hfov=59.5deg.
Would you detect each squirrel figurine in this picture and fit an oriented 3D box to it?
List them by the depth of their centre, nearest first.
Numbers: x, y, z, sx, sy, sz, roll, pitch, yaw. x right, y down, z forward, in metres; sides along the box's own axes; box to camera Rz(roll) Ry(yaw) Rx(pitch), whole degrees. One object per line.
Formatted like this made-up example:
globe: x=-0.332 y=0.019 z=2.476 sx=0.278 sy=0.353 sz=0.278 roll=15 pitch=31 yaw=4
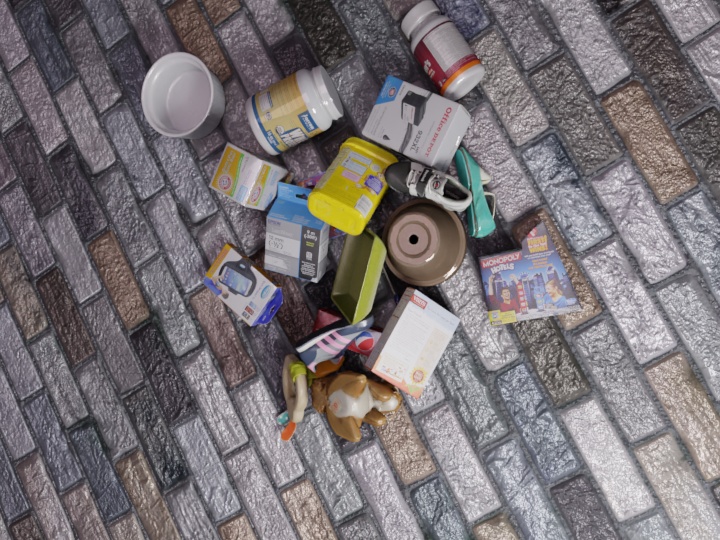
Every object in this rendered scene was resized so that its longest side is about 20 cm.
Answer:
squirrel figurine: x=-0.006 y=0.285 z=1.423 sx=0.197 sy=0.185 sz=0.145 roll=0 pitch=91 yaw=40

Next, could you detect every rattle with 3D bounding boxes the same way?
rattle: x=-0.124 y=0.300 z=1.517 sx=0.129 sy=0.141 sz=0.205 roll=16 pitch=112 yaw=45

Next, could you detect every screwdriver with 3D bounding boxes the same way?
screwdriver: x=0.077 y=0.041 z=1.466 sx=0.029 sy=0.028 sz=0.204 roll=-17 pitch=84 yaw=-17

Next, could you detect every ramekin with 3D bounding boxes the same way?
ramekin: x=-0.433 y=-0.425 z=1.564 sx=0.195 sy=0.098 sz=0.206 roll=0 pitch=91 yaw=15

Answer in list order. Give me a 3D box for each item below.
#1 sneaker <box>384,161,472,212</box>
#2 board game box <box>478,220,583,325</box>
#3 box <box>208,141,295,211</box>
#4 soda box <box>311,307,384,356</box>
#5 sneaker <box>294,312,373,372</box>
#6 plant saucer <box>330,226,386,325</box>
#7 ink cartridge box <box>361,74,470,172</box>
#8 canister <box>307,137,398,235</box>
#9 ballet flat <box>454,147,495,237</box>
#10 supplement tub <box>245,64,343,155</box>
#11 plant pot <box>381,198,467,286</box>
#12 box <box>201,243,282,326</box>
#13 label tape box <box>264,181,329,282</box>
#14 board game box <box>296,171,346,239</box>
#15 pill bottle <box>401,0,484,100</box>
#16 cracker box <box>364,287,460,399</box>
sneaker: x=0.147 y=-0.186 z=1.329 sx=0.196 sy=0.089 sz=0.076 roll=17 pitch=87 yaw=-2
board game box: x=0.364 y=0.003 z=1.371 sx=0.195 sy=0.062 sz=0.205 roll=-10 pitch=86 yaw=15
box: x=-0.248 y=-0.211 z=1.461 sx=0.100 sy=0.200 sz=0.114 roll=27 pitch=96 yaw=13
soda box: x=-0.010 y=0.150 z=1.465 sx=0.196 sy=0.070 sz=0.065 roll=19 pitch=96 yaw=14
sneaker: x=-0.047 y=0.160 z=1.413 sx=0.197 sy=0.070 sz=0.083 roll=-25 pitch=102 yaw=17
plant saucer: x=0.000 y=0.000 z=1.414 sx=0.047 sy=0.200 sz=0.205 roll=10 pitch=102 yaw=-19
ink cartridge box: x=0.123 y=-0.324 z=1.403 sx=0.198 sy=0.083 sz=0.147 roll=30 pitch=97 yaw=26
canister: x=-0.015 y=-0.188 z=1.398 sx=0.146 sy=0.087 sz=0.202 roll=26 pitch=53 yaw=7
ballet flat: x=0.262 y=-0.177 z=1.405 sx=0.069 sy=0.067 sz=0.205 roll=-10 pitch=87 yaw=-10
supplement tub: x=-0.152 y=-0.374 z=1.466 sx=0.196 sy=0.144 sz=0.148 roll=-23 pitch=84 yaw=14
plant pot: x=0.128 y=-0.066 z=1.377 sx=0.195 sy=0.174 sz=0.206 roll=0 pitch=89 yaw=15
box: x=-0.286 y=0.042 z=1.555 sx=0.199 sy=0.041 sz=0.120 roll=39 pitch=99 yaw=14
label tape box: x=-0.147 y=-0.088 z=1.468 sx=0.140 sy=0.066 sz=0.204 roll=14 pitch=119 yaw=14
board game box: x=-0.073 y=-0.160 z=1.497 sx=0.196 sy=0.039 sz=0.162 roll=-17 pitch=85 yaw=15
pill bottle: x=0.179 y=-0.487 z=1.396 sx=0.109 sy=0.109 sz=0.202 roll=-35 pitch=81 yaw=12
cracker box: x=0.115 y=0.159 z=1.391 sx=0.133 sy=0.058 sz=0.203 roll=32 pitch=85 yaw=-17
